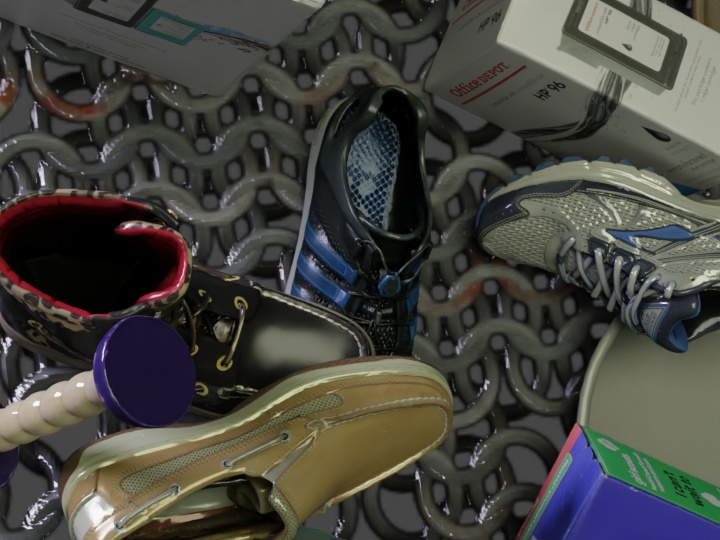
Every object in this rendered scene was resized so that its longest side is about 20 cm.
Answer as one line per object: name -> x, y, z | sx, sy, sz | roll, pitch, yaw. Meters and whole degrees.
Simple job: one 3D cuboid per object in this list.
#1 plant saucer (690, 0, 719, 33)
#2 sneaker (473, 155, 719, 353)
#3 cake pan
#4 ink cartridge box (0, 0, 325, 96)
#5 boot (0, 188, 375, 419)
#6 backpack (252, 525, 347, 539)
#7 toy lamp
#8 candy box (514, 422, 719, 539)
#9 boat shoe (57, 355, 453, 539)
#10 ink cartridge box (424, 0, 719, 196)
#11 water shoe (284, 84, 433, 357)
plant saucer -> 0.281, -0.158, 1.198 | 0.200, 0.029, 0.201 | -4, 104, -15
sneaker -> 0.158, -0.004, 1.107 | 0.199, 0.077, 0.085 | 7, 58, 8
cake pan -> 0.209, 0.096, 1.164 | 0.200, 0.037, 0.201 | 2, 82, -17
ink cartridge box -> -0.091, -0.196, 1.018 | 0.146, 0.200, 0.147 | 19, 77, -15
boot -> -0.090, 0.018, 0.997 | 0.200, 0.151, 0.073 | 16, 76, 2
backpack -> -0.035, 0.227, 1.005 | 0.176, 0.153, 0.200 | 36, 86, -12
toy lamp -> -0.156, 0.071, 0.966 | 0.058, 0.200, 0.058 | 17, 65, -39
candy box -> 0.167, 0.202, 1.088 | 0.200, 0.077, 0.169 | 25, 101, -14
boat shoe -> -0.041, 0.103, 0.984 | 0.200, 0.076, 0.072 | -19, 125, -11
ink cartridge box -> 0.114, -0.114, 1.119 | 0.200, 0.116, 0.068 | 26, 74, -13
water shoe -> 0.000, 0.000, 1.086 | 0.071, 0.079, 0.201 | 2, 82, -18
